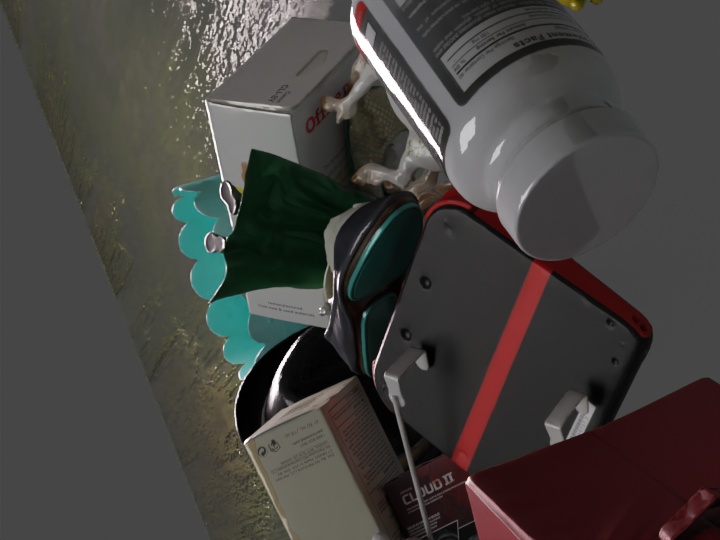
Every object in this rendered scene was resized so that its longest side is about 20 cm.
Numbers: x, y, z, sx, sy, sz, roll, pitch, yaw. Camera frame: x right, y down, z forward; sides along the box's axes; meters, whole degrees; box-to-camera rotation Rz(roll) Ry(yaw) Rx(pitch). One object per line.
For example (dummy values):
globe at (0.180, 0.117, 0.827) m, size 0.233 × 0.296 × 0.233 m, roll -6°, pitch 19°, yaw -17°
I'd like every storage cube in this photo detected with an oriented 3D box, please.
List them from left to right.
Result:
storage cube at (0.182, 0.189, 1.020) m, size 0.180 × 0.169 × 0.202 m, roll -142°, pitch 33°, yaw -64°

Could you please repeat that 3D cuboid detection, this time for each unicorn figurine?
unicorn figurine at (0.029, -0.132, 1.314) m, size 0.137 × 0.074 × 0.201 m, roll -30°, pitch 100°, yaw 46°

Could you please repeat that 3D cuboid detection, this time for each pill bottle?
pill bottle at (0.083, -0.107, 1.078) m, size 0.116 × 0.115 × 0.201 m, roll 88°, pitch 156°, yaw -50°

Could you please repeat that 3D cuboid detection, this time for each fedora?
fedora at (-0.003, 0.094, 1.477) m, size 0.202 × 0.199 × 0.092 m, roll 60°, pitch 161°, yaw 30°

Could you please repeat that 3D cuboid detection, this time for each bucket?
bucket at (-0.081, -0.010, 1.735) m, size 0.208 × 0.134 × 0.208 m, roll 58°, pitch 161°, yaw 33°

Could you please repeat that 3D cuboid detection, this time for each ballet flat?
ballet flat at (0.000, 0.000, 1.308) m, size 0.073 × 0.072 × 0.201 m, roll 59°, pitch 160°, yaw 32°
ballet flat at (0.036, -0.059, 1.442) m, size 0.062 × 0.067 × 0.201 m, roll 18°, pitch 137°, yaw 32°

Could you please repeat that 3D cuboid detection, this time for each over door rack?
over door rack at (0.079, 0.165, 1.227) m, size 0.147 × 0.066 × 0.202 m, roll 14°, pitch 120°, yaw 37°

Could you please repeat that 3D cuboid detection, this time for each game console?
game console at (0.096, 0.059, 1.228) m, size 0.176 × 0.031 × 0.201 m, roll 36°, pitch 133°, yaw 20°

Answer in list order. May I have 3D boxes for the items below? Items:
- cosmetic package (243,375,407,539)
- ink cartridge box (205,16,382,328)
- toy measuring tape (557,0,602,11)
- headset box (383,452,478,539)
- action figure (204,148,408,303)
cosmetic package at (0.000, 0.191, 1.371) m, size 0.202 × 0.073 × 0.103 m, roll 65°, pitch -161°, yaw -2°
ink cartridge box at (-0.039, -0.080, 1.455) m, size 0.083 × 0.145 × 0.202 m, roll 10°, pitch 128°, yaw 26°
toy measuring tape at (0.122, -0.197, 0.921) m, size 0.201 × 0.073 × 0.074 m, roll 93°, pitch 151°, yaw -57°
headset box at (0.102, 0.215, 1.382) m, size 0.202 × 0.077 × 0.149 m, roll 67°, pitch -162°, yaw 11°
action figure at (-0.017, -0.026, 1.369) m, size 0.055 × 0.198 × 0.119 m, roll 45°, pitch 121°, yaw 50°
